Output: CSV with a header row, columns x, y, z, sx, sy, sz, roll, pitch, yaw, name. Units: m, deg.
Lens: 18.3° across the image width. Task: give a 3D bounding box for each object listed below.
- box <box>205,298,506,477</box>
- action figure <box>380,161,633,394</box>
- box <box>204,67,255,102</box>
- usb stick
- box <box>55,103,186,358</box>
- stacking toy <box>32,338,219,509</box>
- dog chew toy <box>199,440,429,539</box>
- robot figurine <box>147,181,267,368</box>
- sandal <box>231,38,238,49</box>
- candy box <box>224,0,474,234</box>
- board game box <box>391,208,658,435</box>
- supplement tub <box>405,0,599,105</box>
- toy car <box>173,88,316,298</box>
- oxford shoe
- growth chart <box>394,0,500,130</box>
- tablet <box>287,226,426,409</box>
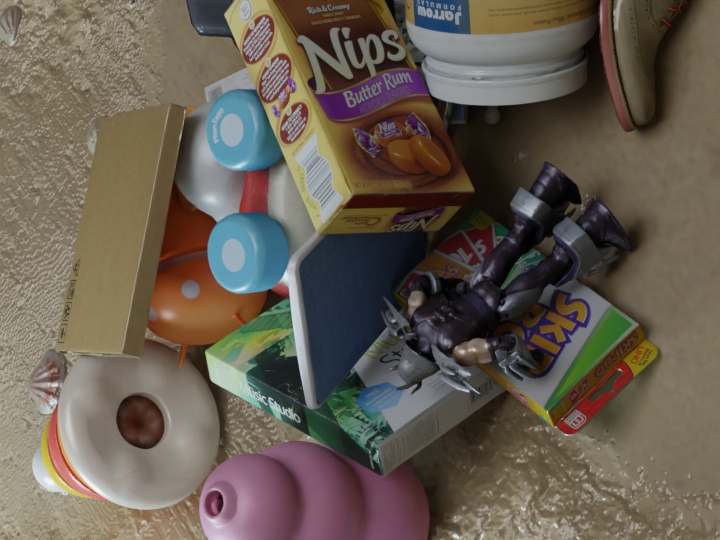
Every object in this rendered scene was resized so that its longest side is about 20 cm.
x,y,z,sx,sy,sz,roll,pitch,yaw,name
-0.002,0.073,1.706,0.200,0.144,0.036,24,135,42,box
0.099,0.020,1.616,0.200,0.069,0.130,-43,57,-6,action figure
-0.059,-0.156,1.816,0.200,0.039,0.041,-19,82,54,box
-0.059,-0.213,1.822,0.200,0.033,0.055,8,114,34,usb stick
-0.192,-0.029,1.782,0.163,0.021,0.200,-2,76,64,box
-0.223,0.149,1.911,0.200,0.146,0.146,-30,61,55,stacking toy
-0.040,0.181,1.668,0.125,0.200,0.125,-11,73,39,dog chew toy
-0.140,-0.025,1.858,0.117,0.144,0.200,102,156,-64,robot figurine
-0.086,-0.213,1.894,0.200,0.045,0.075,47,110,32,sandal
-0.010,-0.124,1.636,0.056,0.117,0.200,-48,57,41,candy box
0.120,0.037,1.651,0.096,0.030,0.200,-43,52,-11,board game box
0.102,-0.234,1.637,0.145,0.145,0.200,14,117,42,supplement tub
-0.085,-0.068,1.756,0.200,0.184,0.177,5,97,42,toy car
0.212,-0.201,1.623,0.075,0.070,0.200,0,94,11,oxford shoe
0.035,-0.160,1.788,0.200,0.018,0.145,-5,83,34,growth chart
0.000,0.000,1.660,0.014,0.200,0.130,9,124,26,tablet
